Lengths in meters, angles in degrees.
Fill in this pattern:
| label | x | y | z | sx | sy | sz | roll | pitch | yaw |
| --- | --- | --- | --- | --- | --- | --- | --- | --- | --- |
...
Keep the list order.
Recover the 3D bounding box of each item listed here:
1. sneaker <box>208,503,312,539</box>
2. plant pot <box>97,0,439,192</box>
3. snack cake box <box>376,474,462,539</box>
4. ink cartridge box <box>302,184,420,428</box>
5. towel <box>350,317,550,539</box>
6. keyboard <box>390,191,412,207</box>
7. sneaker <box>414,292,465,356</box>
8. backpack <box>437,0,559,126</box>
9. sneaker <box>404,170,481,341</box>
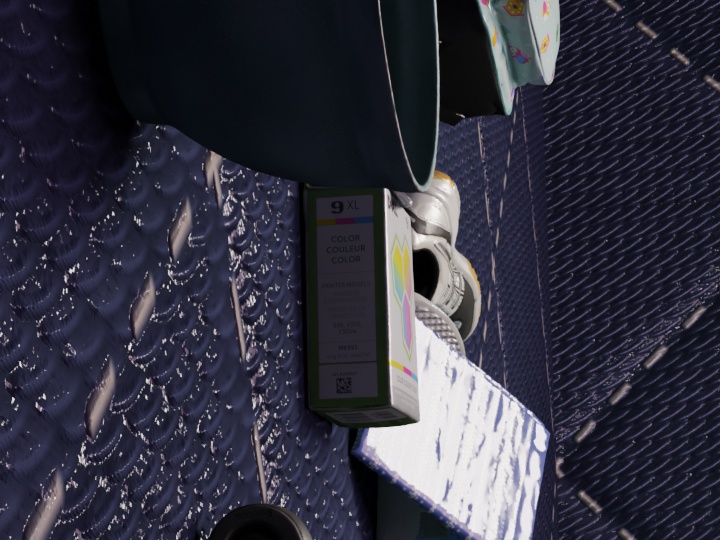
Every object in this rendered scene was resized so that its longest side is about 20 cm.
| label | x | y | z | sx | sy | sz | roll | pitch | yaw |
| --- | --- | --- | --- | --- | --- | --- | --- | --- | --- |
| sneaker | -0.038 | 0.219 | 1.019 | 0.079 | 0.075 | 0.201 | 68 | 20 | -69 |
| plant pot | -0.043 | -0.130 | 0.934 | 0.200 | 0.133 | 0.202 | -4 | 90 | -81 |
| snack cake box | 0.061 | 0.207 | 1.663 | 0.200 | 0.067 | 0.116 | 70 | 18 | -59 |
| ink cartridge box | 0.000 | 0.000 | 1.384 | 0.104 | 0.059 | 0.202 | 44 | 43 | -75 |
| towel | 0.070 | 0.131 | 1.569 | 0.200 | 0.024 | 0.145 | 40 | 46 | -31 |
| keyboard | 0.013 | -0.065 | 1.454 | 0.056 | 0.011 | 0.200 | 50 | 1 | -2 |
| sneaker | 0.046 | 0.081 | 1.680 | 0.082 | 0.074 | 0.201 | 45 | -17 | 45 |
| backpack | 0.098 | -0.255 | 1.834 | 0.176 | 0.152 | 0.201 | 63 | 18 | -56 |
| sneaker | 0.046 | 0.008 | 1.695 | 0.201 | 0.075 | 0.088 | 72 | 32 | -47 |
